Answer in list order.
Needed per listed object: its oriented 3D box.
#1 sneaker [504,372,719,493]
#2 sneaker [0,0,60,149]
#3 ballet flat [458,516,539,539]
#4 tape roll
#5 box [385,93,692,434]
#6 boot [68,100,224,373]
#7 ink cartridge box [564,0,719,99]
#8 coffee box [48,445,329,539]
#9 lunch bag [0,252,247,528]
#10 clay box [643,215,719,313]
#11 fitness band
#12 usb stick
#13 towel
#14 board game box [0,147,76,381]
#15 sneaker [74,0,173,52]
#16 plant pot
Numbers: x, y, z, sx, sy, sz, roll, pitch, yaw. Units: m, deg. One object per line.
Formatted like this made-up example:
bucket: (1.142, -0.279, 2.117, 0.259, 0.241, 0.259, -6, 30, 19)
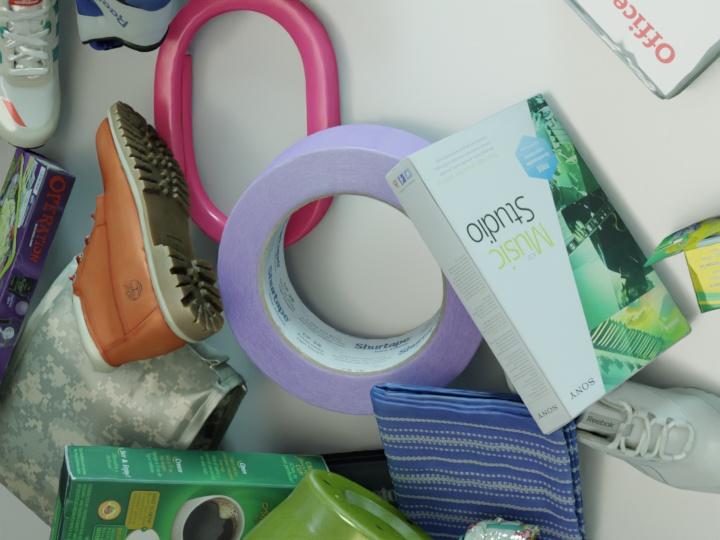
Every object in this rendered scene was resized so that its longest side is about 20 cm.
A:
sneaker: (0.186, 0.108, 1.032, 0.198, 0.087, 0.075, 21, 101, 14)
sneaker: (-0.264, -0.192, 1.128, 0.070, 0.093, 0.202, -7, 98, -21)
ballet flat: (0.132, 0.261, 1.067, 0.063, 0.076, 0.201, -16, 118, 22)
tape roll: (0.000, 0.000, 1.071, 0.198, 0.066, 0.202, 4, 111, 12)
box: (0.123, -0.010, 0.997, 0.201, 0.144, 0.036, 58, 141, 4)
boot: (-0.175, -0.025, 1.076, 0.107, 0.075, 0.202, -27, 62, 21)
ink cartridge box: (0.223, -0.231, 0.952, 0.145, 0.084, 0.200, 48, 111, 6)
coffee box: (-0.127, 0.192, 1.098, 0.198, 0.044, 0.124, 4, 118, -20)
lunch bag: (-0.190, 0.103, 1.156, 0.164, 0.117, 0.201, 39, 116, 10)
clay box: (0.289, -0.021, 0.953, 0.198, 0.115, 0.048, -16, 96, 23)
fitness band: (-0.084, -0.113, 1.119, 0.142, 0.037, 0.202, 3, 102, 17)
usb stick: (0.005, 0.165, 1.140, 0.198, 0.033, 0.056, -8, 100, 21)
towel: (0.088, 0.158, 1.060, 0.143, 0.024, 0.201, 4, 133, 20)
board game box: (-0.279, 0.008, 1.152, 0.120, 0.032, 0.202, 27, 97, 59)
sneaker: (-0.195, -0.229, 1.097, 0.200, 0.080, 0.116, 55, 150, 30)
plant pot: (-0.032, 0.254, 1.039, 0.200, 0.200, 0.194, 35, 94, 11)
